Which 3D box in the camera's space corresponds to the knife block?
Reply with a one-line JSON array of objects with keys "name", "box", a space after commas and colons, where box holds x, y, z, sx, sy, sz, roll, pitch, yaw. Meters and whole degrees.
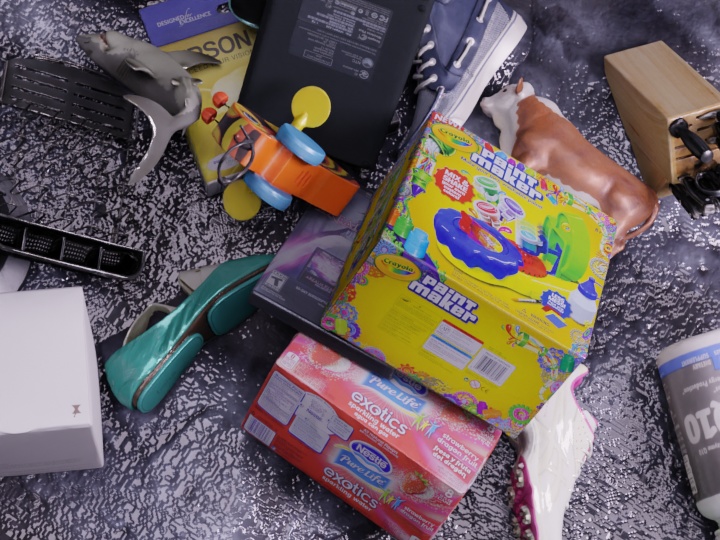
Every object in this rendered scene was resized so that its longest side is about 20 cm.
[{"name": "knife block", "box": [0.299, -0.140, 1.720, 0.064, 0.176, 0.201, -15, 76, -10]}]

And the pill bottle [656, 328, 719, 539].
[{"name": "pill bottle", "box": [0.344, 0.156, 1.677, 0.113, 0.114, 0.202, -12, 76, -8]}]

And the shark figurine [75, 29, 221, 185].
[{"name": "shark figurine", "box": [-0.178, -0.140, 1.678, 0.127, 0.215, 0.090, 6, 117, -25]}]

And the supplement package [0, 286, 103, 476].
[{"name": "supplement package", "box": [-0.284, 0.098, 1.591, 0.120, 0.200, 0.121, -4, 75, -7]}]

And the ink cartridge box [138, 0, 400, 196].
[{"name": "ink cartridge box", "box": [-0.087, -0.194, 1.769, 0.196, 0.047, 0.201, -20, 79, -10]}]

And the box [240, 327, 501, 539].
[{"name": "box", "box": [0.010, 0.139, 1.643, 0.199, 0.100, 0.096, 34, 44, 5]}]

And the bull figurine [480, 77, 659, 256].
[{"name": "bull figurine", "box": [0.183, -0.089, 1.754, 0.199, 0.065, 0.122, 35, 77, 6]}]

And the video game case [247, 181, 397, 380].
[{"name": "video game case", "box": [0.000, 0.000, 1.683, 0.142, 0.019, 0.200, 28, 42, 3]}]

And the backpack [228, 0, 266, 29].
[{"name": "backpack", "box": [-0.005, -0.297, 1.683, 0.175, 0.200, 0.154, 28, 49, 1]}]

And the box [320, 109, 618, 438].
[{"name": "box", "box": [0.098, 0.001, 1.630, 0.199, 0.122, 0.193, 30, 41, -7]}]

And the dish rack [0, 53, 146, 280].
[{"name": "dish rack", "box": [-0.265, -0.096, 1.692, 0.153, 0.054, 0.202, 15, 70, -32]}]

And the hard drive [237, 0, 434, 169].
[{"name": "hard drive", "box": [-0.025, -0.191, 1.658, 0.139, 0.201, 0.033, 20, 41, -1]}]

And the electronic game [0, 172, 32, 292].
[{"name": "electronic game", "box": [-0.394, -0.023, 1.685, 0.198, 0.042, 0.201, 2, 62, -4]}]

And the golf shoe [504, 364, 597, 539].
[{"name": "golf shoe", "box": [0.175, 0.169, 1.681, 0.091, 0.075, 0.202, -3, 76, -9]}]

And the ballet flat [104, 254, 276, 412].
[{"name": "ballet flat", "box": [-0.155, 0.039, 1.691, 0.070, 0.067, 0.200, 40, 73, 21]}]

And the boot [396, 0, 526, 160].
[{"name": "boot", "box": [0.070, -0.188, 1.760, 0.090, 0.073, 0.201, 40, 65, -12]}]

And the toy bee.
[{"name": "toy bee", "box": [-0.082, -0.115, 1.640, 0.131, 0.200, 0.109, -41, 61, -7]}]
